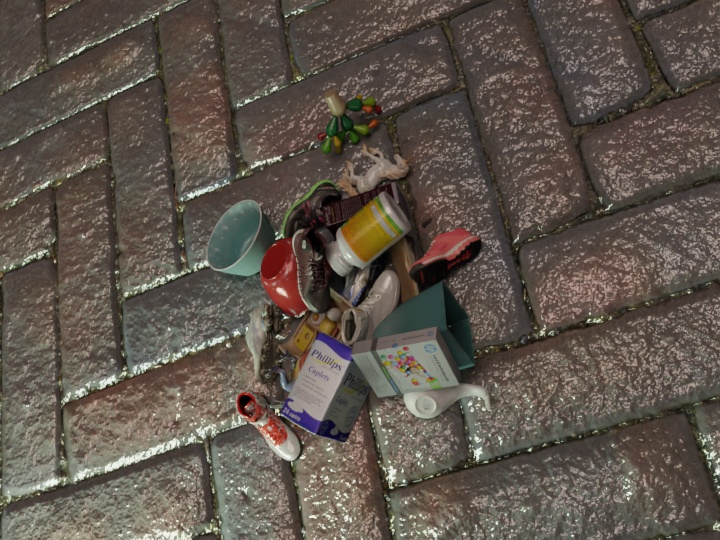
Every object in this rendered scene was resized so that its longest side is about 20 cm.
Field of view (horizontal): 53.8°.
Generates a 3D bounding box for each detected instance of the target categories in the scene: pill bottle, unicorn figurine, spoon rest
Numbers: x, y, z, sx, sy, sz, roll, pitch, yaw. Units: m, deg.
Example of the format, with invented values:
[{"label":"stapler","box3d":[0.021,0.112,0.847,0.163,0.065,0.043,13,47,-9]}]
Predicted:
[{"label":"pill bottle","box3d":[0.012,-0.079,1.658,0.199,0.111,0.112,-38,64,15]},{"label":"unicorn figurine","box3d":[0.040,-0.258,1.820,0.138,0.074,0.201,47,106,17]},{"label":"spoon rest","box3d":[0.193,0.284,1.582,0.194,0.061,0.102,-4,112,16]}]

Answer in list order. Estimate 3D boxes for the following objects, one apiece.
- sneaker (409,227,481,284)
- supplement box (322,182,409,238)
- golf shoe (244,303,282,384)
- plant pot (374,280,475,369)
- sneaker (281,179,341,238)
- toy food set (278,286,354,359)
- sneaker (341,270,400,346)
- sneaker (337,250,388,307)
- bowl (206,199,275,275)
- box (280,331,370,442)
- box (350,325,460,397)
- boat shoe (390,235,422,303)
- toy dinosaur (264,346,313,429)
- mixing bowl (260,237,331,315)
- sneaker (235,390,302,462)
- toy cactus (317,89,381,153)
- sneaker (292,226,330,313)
[{"label":"sneaker","box3d":[0.188,-0.038,1.674,0.197,0.075,0.087,-27,49,-19]},{"label":"supplement box","box3d":[0.014,-0.143,1.763,0.195,0.109,0.062,-17,67,13]},{"label":"golf shoe","box3d":[-0.249,0.188,1.785,0.095,0.078,0.205,-14,63,35]},{"label":"plant pot","box3d":[0.135,0.154,1.591,0.197,0.142,0.143,-25,37,23]},{"label":"sneaker","box3d":[-0.128,-0.145,1.835,0.084,0.077,0.201,41,91,30]},{"label":"toy food set","box3d":[-0.109,0.138,1.720,0.143,0.060,0.203,35,94,38]},{"label":"sneaker","box3d":[0.022,0.088,1.658,0.072,0.115,0.205,19,88,34]},{"label":"sneaker","box3d":[0.000,0.000,1.742,0.084,0.077,0.204,22,81,29]},{"label":"bowl","box3d":[-0.293,-0.068,1.835,0.198,0.104,0.205,-24,49,30]},{"label":"box","box3d":[-0.063,0.270,1.615,0.103,0.184,0.204,22,81,25]},{"label":"box","box3d":[0.098,0.199,1.518,0.195,0.157,0.042,-13,40,22]},{"label":"boat shoe","box3d":[0.125,0.011,1.696,0.072,0.063,0.205,-31,70,56]},{"label":"toy dinosaur","box3d":[-0.146,0.287,1.649,0.197,0.183,0.106,-16,27,45]},{"label":"mixing bowl","box3d":[-0.177,-0.002,1.751,0.197,0.107,0.205,-23,54,35]},{"label":"sneaker","box3d":[-0.223,0.369,1.684,0.067,0.108,0.202,-43,64,1]},{"label":"toy cactus","box3d":[-0.044,-0.404,1.848,0.198,0.166,0.103,-38,44,-1]},{"label":"sneaker","box3d":[-0.105,-0.004,1.631,0.074,0.115,0.205,-15,87,-23]}]
